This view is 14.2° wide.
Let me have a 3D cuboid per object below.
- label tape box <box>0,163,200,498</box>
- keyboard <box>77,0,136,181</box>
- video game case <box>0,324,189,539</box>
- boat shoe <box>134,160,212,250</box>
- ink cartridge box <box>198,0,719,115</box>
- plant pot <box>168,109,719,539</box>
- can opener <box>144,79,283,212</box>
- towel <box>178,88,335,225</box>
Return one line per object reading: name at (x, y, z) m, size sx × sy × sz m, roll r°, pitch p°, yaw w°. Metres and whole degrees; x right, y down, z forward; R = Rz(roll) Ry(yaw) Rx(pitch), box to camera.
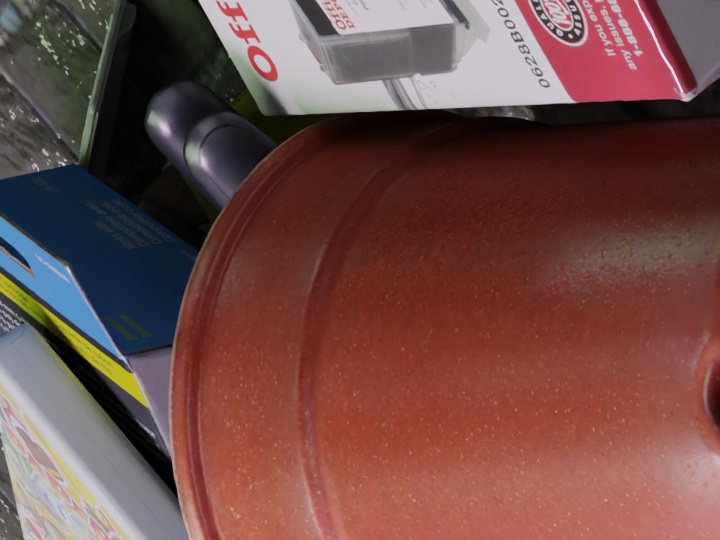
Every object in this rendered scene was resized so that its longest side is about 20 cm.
label tape box at (-0.074, 0.029, 0.993) m, size 0.144 × 0.063 × 0.200 m, roll 34°, pitch 153°, yaw 47°
keyboard at (-0.111, -0.032, 1.155) m, size 0.011 × 0.056 × 0.200 m, roll 17°, pitch 148°, yaw -1°
video game case at (-0.056, 0.130, 0.990) m, size 0.200 × 0.023 × 0.182 m, roll 49°, pitch 162°, yaw 19°
boat shoe at (-0.034, 0.044, 1.123) m, size 0.073 × 0.065 × 0.200 m, roll -1°, pitch 124°, yaw 55°
ink cartridge box at (0.021, -0.124, 0.822) m, size 0.200 × 0.083 × 0.147 m, roll 1°, pitch 126°, yaw 54°
plant pot at (0.082, 0.038, 0.836) m, size 0.195 × 0.201 × 0.201 m, roll -9°, pitch 118°, yaw 49°
can opener at (0.000, 0.000, 0.951) m, size 0.200 × 0.079 × 0.063 m, roll 38°, pitch 172°, yaw -34°
towel at (0.009, 0.022, 1.017) m, size 0.018 × 0.086 × 0.200 m, roll -17°, pitch 112°, yaw 39°
